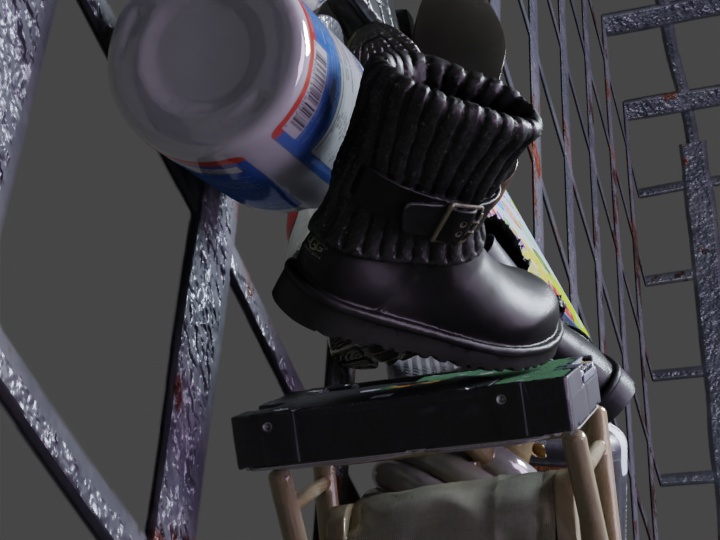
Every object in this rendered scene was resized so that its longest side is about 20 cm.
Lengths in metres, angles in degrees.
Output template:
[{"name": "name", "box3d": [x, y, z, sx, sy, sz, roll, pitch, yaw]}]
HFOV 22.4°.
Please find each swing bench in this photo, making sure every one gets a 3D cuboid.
[{"name": "swing bench", "box3d": [0.065, 0.201, 1.128, 0.130, 0.199, 0.200, -13, 95, -76]}]

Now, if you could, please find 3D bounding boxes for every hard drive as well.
[{"name": "hard drive", "box3d": [0.038, 0.085, 1.091, 0.140, 0.200, 0.038, -13, 94, -77]}]

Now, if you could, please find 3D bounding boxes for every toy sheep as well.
[{"name": "toy sheep", "box3d": [0.058, 0.174, 1.275, 0.200, 0.138, 0.138, -56, 156, -7]}]

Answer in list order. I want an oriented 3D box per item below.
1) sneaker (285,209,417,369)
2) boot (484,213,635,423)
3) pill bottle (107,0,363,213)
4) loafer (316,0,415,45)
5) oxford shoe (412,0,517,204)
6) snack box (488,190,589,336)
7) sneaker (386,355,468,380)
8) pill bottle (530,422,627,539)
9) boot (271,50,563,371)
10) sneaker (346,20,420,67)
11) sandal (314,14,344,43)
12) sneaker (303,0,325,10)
[{"name": "sneaker", "box3d": [0.000, 0.000, 1.265, 0.200, 0.077, 0.085, 64, 13, -54]}, {"name": "boot", "box3d": [0.097, 0.026, 1.291, 0.168, 0.076, 0.200, 47, -5, -15]}, {"name": "pill bottle", "box3d": [-0.055, -0.094, 1.020, 0.200, 0.112, 0.112, 36, 46, -72]}, {"name": "loafer", "box3d": [-0.005, -0.176, 1.347, 0.200, 0.072, 0.073, 49, 29, -65]}, {"name": "oxford shoe", "box3d": [0.072, -0.128, 1.361, 0.071, 0.071, 0.200, 104, -15, -58]}, {"name": "snack box", "box3d": [0.087, -0.035, 1.448, 0.169, 0.068, 0.200, 43, 15, -50]}, {"name": "sneaker", "box3d": [0.053, 0.096, 1.421, 0.200, 0.075, 0.115, -84, 172, -71]}, {"name": "pill bottle", "box3d": [0.164, 0.186, 1.478, 0.106, 0.106, 0.200, -18, 109, -76]}, {"name": "boot", "box3d": [0.062, -0.030, 1.024, 0.211, 0.079, 0.158, 10, 112, -42]}, {"name": "sneaker", "box3d": [0.012, -0.089, 1.292, 0.089, 0.077, 0.200, 41, -31, 52]}, {"name": "sandal", "box3d": [-0.030, -0.116, 1.298, 0.200, 0.043, 0.076, 72, 21, -69]}, {"name": "sneaker", "box3d": [-0.059, -0.185, 1.116, 0.200, 0.087, 0.075, -47, 128, -71]}]
